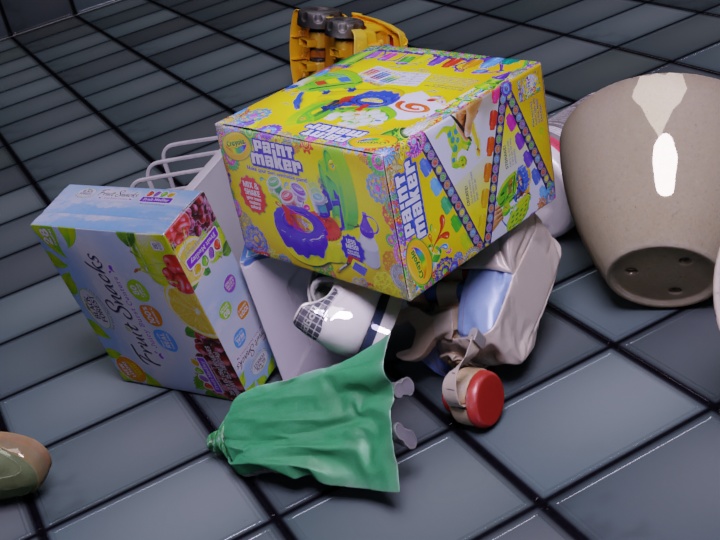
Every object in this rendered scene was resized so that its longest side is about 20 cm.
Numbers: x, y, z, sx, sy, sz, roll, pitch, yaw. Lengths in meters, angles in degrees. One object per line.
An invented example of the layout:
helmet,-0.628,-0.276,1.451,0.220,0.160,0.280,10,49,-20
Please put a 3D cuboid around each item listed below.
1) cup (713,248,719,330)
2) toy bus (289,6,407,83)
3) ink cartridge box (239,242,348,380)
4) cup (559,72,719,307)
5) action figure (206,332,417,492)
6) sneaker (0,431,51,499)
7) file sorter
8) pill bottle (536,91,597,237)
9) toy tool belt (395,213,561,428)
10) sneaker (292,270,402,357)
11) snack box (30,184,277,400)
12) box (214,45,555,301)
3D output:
cup,0.368,0.011,0.803,0.198,0.203,0.143,1,3,27
toy bus,0.008,-0.328,1.703,0.190,0.138,0.200,-10,24,-28
ink cartridge box,-0.052,-0.006,1.078,0.075,0.138,0.201,-14,26,8
cup,0.272,-0.054,0.990,0.198,0.201,0.145,-2,56,22
action figure,-0.048,0.126,0.894,0.198,0.054,0.120,-13,68,33
sneaker,-0.363,0.195,0.940,0.197,0.068,0.090,-6,35,16
file sorter,-0.190,-0.051,1.236,0.123,0.140,0.201,-6,27,20
pill bottle,0.245,-0.125,1.193,0.199,0.112,0.110,-32,32,-31
toy tool belt,0.089,0.039,0.963,0.122,0.125,0.202,1,58,41
sneaker,0.000,0.000,0.956,0.080,0.077,0.201,19,31,0
snack box,-0.184,0.021,1.018,0.167,0.202,0.068,6,43,33
box,0.022,-0.092,0.919,0.192,0.123,0.199,-32,33,-34
